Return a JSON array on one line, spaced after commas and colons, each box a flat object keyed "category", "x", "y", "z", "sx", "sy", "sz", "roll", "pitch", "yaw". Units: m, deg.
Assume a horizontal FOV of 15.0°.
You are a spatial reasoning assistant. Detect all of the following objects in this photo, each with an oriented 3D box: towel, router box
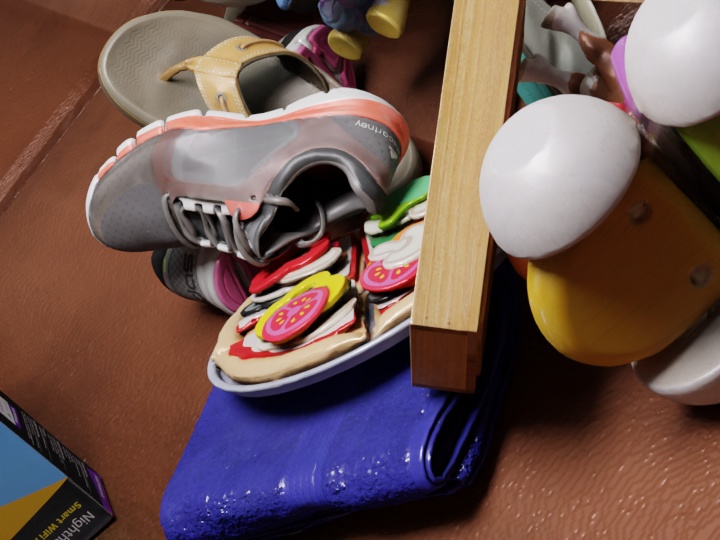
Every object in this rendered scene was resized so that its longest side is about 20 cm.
[{"category": "towel", "x": -0.007, "y": 0.079, "z": 1.445, "sx": 0.199, "sy": 0.050, "sz": 0.148, "roll": -16, "pitch": 36, "yaw": 39}, {"category": "router box", "x": -0.264, "y": 0.151, "z": 1.562, "sx": 0.200, "sy": 0.149, "sz": 0.051, "roll": -41, "pitch": 32, "yaw": 9}]

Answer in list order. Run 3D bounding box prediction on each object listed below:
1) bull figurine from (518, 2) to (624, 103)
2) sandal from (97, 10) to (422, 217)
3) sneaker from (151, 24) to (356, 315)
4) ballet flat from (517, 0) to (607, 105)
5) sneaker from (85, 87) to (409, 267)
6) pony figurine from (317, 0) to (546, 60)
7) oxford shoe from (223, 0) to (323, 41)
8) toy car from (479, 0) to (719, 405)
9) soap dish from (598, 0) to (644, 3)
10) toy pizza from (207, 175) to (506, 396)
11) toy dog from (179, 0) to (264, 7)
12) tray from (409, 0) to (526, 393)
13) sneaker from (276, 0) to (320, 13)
[{"category": "bull figurine", "x": 0.157, "y": -0.108, "z": 1.411, "sx": 0.200, "sy": 0.121, "sz": 0.065, "roll": -51, "pitch": -8, "yaw": -21}, {"category": "sandal", "x": -0.055, "y": -0.097, "z": 1.565, "sx": 0.081, "sy": 0.199, "sz": 0.054, "roll": -61, "pitch": -7, "yaw": -18}, {"category": "sneaker", "x": -0.069, "y": -0.063, "z": 1.637, "sx": 0.087, "sy": 0.074, "sz": 0.201, "roll": -1, "pitch": 59, "yaw": 41}, {"category": "ballet flat", "x": 0.076, "y": -0.156, "z": 1.467, "sx": 0.064, "sy": 0.200, "sz": 0.067, "roll": -43, "pitch": 13, "yaw": -10}, {"category": "sneaker", "x": -0.070, "y": -0.041, "z": 1.512, "sx": 0.199, "sy": 0.077, "sz": 0.082, "roll": -17, "pitch": 42, "yaw": 24}, {"category": "pony figurine", "x": 0.061, "y": -0.205, "z": 1.600, "sx": 0.192, "sy": 0.167, "sz": 0.201, "roll": 24, "pitch": 67, "yaw": 23}, {"category": "oxford shoe", "x": -0.061, "y": -0.137, "z": 1.737, "sx": 0.075, "sy": 0.070, "sz": 0.201, "roll": -47, "pitch": 20, "yaw": 59}, {"category": "toy car", "x": 0.151, "y": -0.052, "z": 1.281, "sx": 0.200, "sy": 0.175, "sz": 0.150, "roll": -42, "pitch": 30, "yaw": 8}, {"category": "soap dish", "x": 0.208, "y": -0.205, "z": 1.349, "sx": 0.081, "sy": 0.198, "sz": 0.159, "roll": 28, "pitch": -114, "yaw": -85}, {"category": "toy pizza", "x": 0.000, "y": 0.000, "z": 1.466, "sx": 0.199, "sy": 0.032, "sz": 0.200, "roll": -28, "pitch": 16, "yaw": 9}, {"category": "toy dog", "x": -0.067, "y": -0.240, "z": 1.629, "sx": 0.139, "sy": 0.200, "sz": 0.195, "roll": -14, "pitch": 65, "yaw": -13}, {"category": "tray", "x": 0.054, "y": -0.051, "z": 1.344, "sx": 0.037, "sy": 0.099, "sz": 0.201, "roll": 8, "pitch": 71, "yaw": 5}, {"category": "sneaker", "x": 0.024, "y": -0.214, "z": 1.503, "sx": 0.200, "sy": 0.083, "sz": 0.071, "roll": -47, "pitch": 23, "yaw": 13}]
